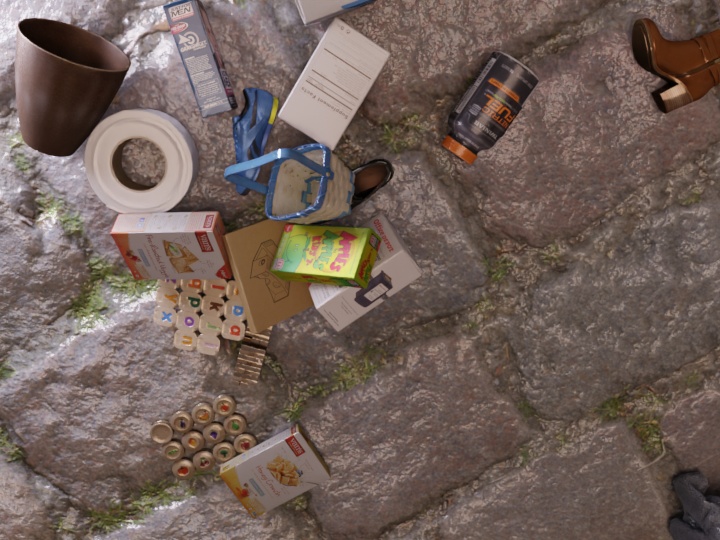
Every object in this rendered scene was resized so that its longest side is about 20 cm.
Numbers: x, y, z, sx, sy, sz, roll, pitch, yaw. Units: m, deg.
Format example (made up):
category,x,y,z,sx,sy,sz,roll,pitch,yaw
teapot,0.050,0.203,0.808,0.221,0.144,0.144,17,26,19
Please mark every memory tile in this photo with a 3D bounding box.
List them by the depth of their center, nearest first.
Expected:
category,x,y,z,sx,sy,sz,roll,pitch,yaw
memory tile,-0.338,0.360,1.513,0.200,0.017,0.154,-23,105,3

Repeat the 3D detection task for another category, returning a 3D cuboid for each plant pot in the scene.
category,x,y,z,sx,sy,sz,roll,pitch,yaw
plant pot,-0.531,-0.312,1.251,0.187,0.187,0.200,24,117,-9

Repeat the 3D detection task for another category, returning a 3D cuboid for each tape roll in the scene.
category,x,y,z,sx,sy,sz,roll,pitch,yaw
tape roll,-0.413,-0.204,1.329,0.202,0.071,0.203,-1,105,-4

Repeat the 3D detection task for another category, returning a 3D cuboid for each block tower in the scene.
category,x,y,z,sx,sy,sz,roll,pitch,yaw
block tower,-0.214,0.139,1.441,0.054,0.058,0.200,16,106,-7

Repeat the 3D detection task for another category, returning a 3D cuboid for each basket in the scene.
category,x,y,z,sx,sy,sz,roll,pitch,yaw
basket,-0.122,-0.160,1.269,0.200,0.176,0.140,16,74,-48

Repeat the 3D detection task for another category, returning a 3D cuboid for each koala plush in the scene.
category,x,y,z,sx,sy,sz,roll,pitch,yaw
koala plush,0.831,0.556,1.562,0.199,0.184,0.178,-5,106,-14

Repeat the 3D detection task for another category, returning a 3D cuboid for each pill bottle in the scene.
category,x,y,z,sx,sy,sz,roll,pitch,yaw
pill bottle,0.237,-0.300,1.320,0.106,0.106,0.200,32,102,-11

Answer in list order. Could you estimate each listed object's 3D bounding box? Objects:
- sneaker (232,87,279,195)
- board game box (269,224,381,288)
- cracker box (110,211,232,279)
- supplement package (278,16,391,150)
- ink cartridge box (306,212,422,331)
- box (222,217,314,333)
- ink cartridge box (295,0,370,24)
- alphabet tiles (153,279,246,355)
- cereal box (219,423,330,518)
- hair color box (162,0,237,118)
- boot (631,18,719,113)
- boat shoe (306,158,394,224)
category,x,y,z,sx,sy,sz,roll,pitch,yaw
sneaker,-0.217,-0.244,1.322,0.078,0.066,0.201,12,100,-26
board game box,-0.067,-0.029,1.312,0.048,0.200,0.102,41,61,-49
cracker box,-0.352,-0.045,1.332,0.199,0.058,0.134,-1,139,8
supplement package,-0.049,-0.340,1.285,0.120,0.121,0.200,30,102,-11
ink cartridge box,0.000,0.000,1.359,0.200,0.145,0.084,-34,128,6
box,-0.174,0.002,1.365,0.163,0.021,0.200,-26,109,-42
ink cartridge box,-0.042,-0.486,1.205,0.146,0.200,0.086,-19,107,2
alphabet tiles,-0.320,0.067,1.414,0.195,0.015,0.201,9,97,8
cereal box,-0.184,0.438,1.524,0.200,0.040,0.144,-29,111,5
hair color box,-0.286,-0.383,1.271,0.060,0.100,0.200,-17,106,1
boot,0.613,-0.415,1.323,0.155,0.077,0.200,-30,107,7
boat shoe,-0.026,-0.154,1.365,0.200,0.068,0.072,-31,104,10
